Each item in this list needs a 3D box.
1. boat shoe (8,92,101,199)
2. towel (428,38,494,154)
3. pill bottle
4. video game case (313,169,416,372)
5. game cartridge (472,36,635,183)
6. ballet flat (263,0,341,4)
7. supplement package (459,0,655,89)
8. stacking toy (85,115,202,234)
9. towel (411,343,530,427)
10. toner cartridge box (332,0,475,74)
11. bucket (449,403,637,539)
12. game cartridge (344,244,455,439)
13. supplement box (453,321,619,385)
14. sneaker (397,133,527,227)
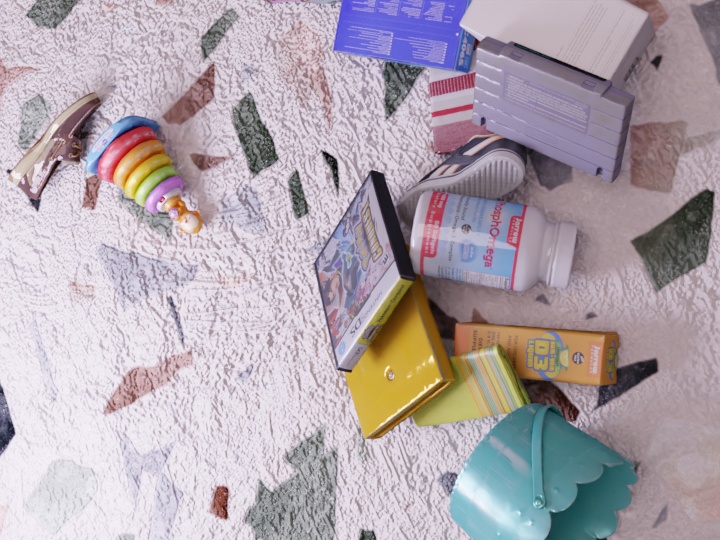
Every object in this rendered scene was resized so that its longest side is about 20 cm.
[{"bbox_3d":[-0.476,-0.197,1.834,0.072,0.072,0.200,43,95,-7],"label":"boat shoe"},{"bbox_3d":[0.157,-0.264,1.528,0.143,0.023,0.202,-8,80,29],"label":"towel"},{"bbox_3d":[0.167,-0.034,1.433,0.198,0.109,0.110,9,89,10],"label":"pill bottle"},{"bbox_3d":[0.000,0.000,1.498,0.181,0.025,0.201,-57,33,35],"label":"video game case"},{"bbox_3d":[0.227,-0.195,1.370,0.199,0.038,0.130,28,142,23],"label":"game cartridge"},{"bbox_3d":[-0.077,-0.420,1.637,0.198,0.071,0.070,3,87,27],"label":"ballet flat"},{"bbox_3d":[0.245,-0.300,1.412,0.199,0.120,0.122,33,101,15],"label":"supplement package"},{"bbox_3d":[-0.309,-0.129,1.724,0.116,0.110,0.200,-45,78,13],"label":"stacking toy"},{"bbox_3d":[0.124,0.148,1.449,0.199,0.018,0.087,-19,98,49],"label":"towel"},{"bbox_3d":[0.061,-0.329,1.551,0.199,0.043,0.096,16,100,31],"label":"toner cartridge box"},{"bbox_3d":[0.212,0.265,1.342,0.135,0.207,0.208,37,102,32],"label":"bucket"},{"bbox_3d":[0.036,0.094,1.503,0.176,0.032,0.201,-42,54,41],"label":"game cartridge"},{"bbox_3d":[0.219,0.103,1.434,0.198,0.069,0.067,3,88,26],"label":"supplement box"},{"bbox_3d":[0.138,-0.118,1.496,0.199,0.078,0.080,-24,31,37],"label":"sneaker"}]
